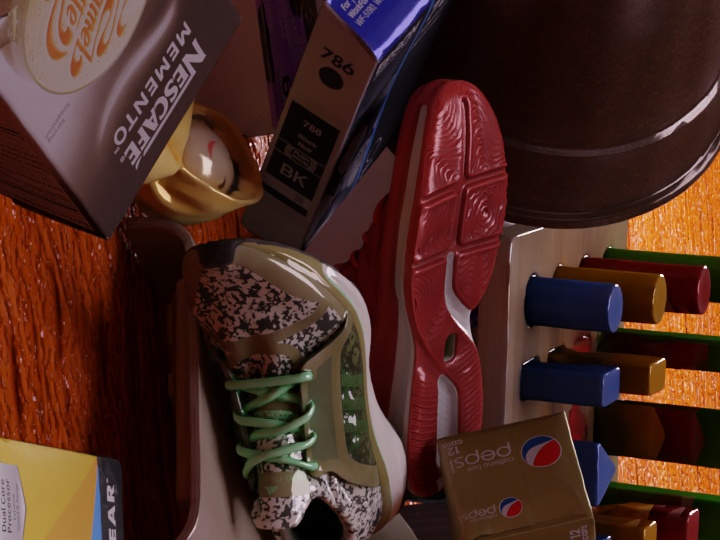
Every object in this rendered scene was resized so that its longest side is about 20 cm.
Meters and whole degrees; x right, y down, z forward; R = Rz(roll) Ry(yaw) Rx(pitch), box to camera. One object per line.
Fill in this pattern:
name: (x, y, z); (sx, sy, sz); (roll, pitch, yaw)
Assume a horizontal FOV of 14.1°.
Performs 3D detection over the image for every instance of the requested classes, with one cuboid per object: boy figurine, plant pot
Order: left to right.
boy figurine: (-0.099, -0.088, 1.295); (0.125, 0.064, 0.201); (-90, 162, -48)
plant pot: (0.105, -0.157, 1.415); (0.199, 0.199, 0.201); (101, -5, -56)

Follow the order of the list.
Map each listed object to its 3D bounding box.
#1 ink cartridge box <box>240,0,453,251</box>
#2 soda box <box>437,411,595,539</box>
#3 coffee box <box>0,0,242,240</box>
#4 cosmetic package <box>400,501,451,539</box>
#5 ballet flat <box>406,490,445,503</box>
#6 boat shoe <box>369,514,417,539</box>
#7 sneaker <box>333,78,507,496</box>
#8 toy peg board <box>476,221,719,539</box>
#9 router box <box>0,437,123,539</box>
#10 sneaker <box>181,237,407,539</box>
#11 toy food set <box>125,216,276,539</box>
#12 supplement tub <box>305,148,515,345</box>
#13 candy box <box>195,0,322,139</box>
ink cartridge box: (0.003, -0.098, 1.344); (0.100, 0.039, 0.200); (-52, 170, -35)
soda box: (0.082, 0.161, 1.404); (0.201, 0.064, 0.068); (80, -2, -47)
coffee box: (-0.132, -0.117, 1.097); (0.115, 0.079, 0.200); (-60, 151, -17)
cosmetic package: (0.032, 0.216, 1.569); (0.201, 0.106, 0.091); (70, 22, -44)
ballet flat: (-0.004, 0.094, 1.527); (0.199, 0.074, 0.075); (13, 68, -39)
boat shoe: (0.017, 0.195, 1.432); (0.063, 0.071, 0.201); (84, -20, -60)
sneaker: (0.000, 0.000, 1.376); (0.078, 0.115, 0.202); (-14, 116, -52)
toy peg board: (0.138, 0.073, 1.535); (0.199, 0.097, 0.202); (-17, 110, -67)
router box: (-0.136, 0.167, 1.096); (0.149, 0.051, 0.202); (22, 64, -70)
sneaker: (-0.029, 0.070, 1.287); (0.089, 0.076, 0.201); (-78, 153, -45)
toy food set: (-0.079, 0.092, 1.335); (0.144, 0.060, 0.201); (64, 17, -50)
supplement tub: (0.046, 0.010, 1.616); (0.200, 0.144, 0.146); (59, 30, -55)
candy box: (-0.055, -0.161, 1.455); (0.200, 0.071, 0.169); (-35, 119, -71)
